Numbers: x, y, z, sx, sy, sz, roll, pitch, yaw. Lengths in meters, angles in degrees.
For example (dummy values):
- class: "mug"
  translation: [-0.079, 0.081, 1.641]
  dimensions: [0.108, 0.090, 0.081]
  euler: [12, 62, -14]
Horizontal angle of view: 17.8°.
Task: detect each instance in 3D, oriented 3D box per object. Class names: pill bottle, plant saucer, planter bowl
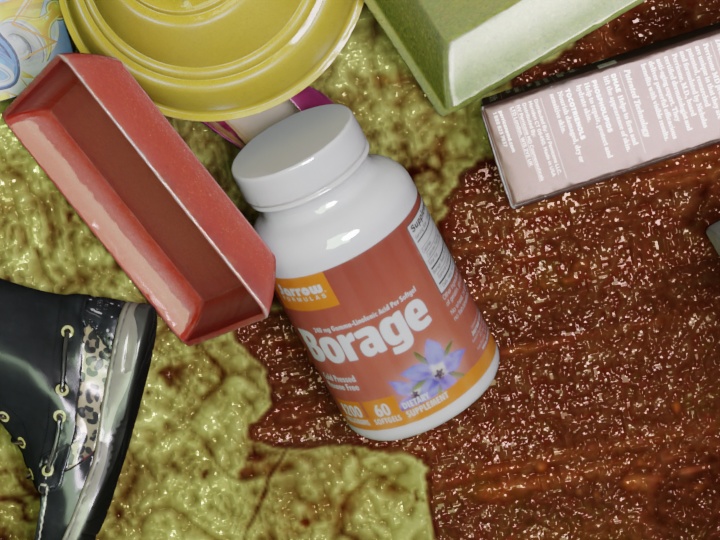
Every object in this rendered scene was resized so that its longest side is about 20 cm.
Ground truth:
- class: "pill bottle"
  translation: [0.000, 0.000, 1.457]
  dimensions: [0.112, 0.112, 0.200]
  euler: [-26, 114, 5]
- class: "plant saucer"
  translation: [-0.135, -0.048, 1.450]
  dimensions: [0.037, 0.200, 0.200]
  euler: [-41, 97, -19]
- class: "plant saucer"
  translation: [0.098, -0.206, 1.438]
  dimensions: [0.200, 0.200, 0.048]
  euler: [-30, 60, 6]
- class: "planter bowl"
  translation: [-0.098, -0.193, 1.383]
  dimensions: [0.200, 0.083, 0.201]
  euler: [0, 88, 9]

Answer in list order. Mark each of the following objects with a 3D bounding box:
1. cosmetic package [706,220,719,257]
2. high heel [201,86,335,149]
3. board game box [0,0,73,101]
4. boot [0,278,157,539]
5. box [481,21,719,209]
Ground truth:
- class: "cosmetic package"
  translation: [0.333, 0.013, 1.424]
  dimensions: [0.167, 0.200, 0.166]
  euler: [-29, 94, 6]
- class: "high heel"
  translation: [-0.081, -0.104, 1.477]
  dimensions: [0.200, 0.096, 0.067]
  euler: [45, 117, -2]
- class: "board game box"
  translation: [-0.294, -0.161, 1.476]
  dimensions: [0.200, 0.034, 0.135]
  euler: [-19, 96, -22]
- class: "boot"
  translation: [-0.232, 0.100, 1.528]
  dimensions: [0.154, 0.073, 0.204]
  euler: [17, 91, 3]
- class: "box"
  translation: [0.180, -0.105, 1.469]
  dimensions: [0.200, 0.100, 0.075]
  euler: [-16, 96, 4]
